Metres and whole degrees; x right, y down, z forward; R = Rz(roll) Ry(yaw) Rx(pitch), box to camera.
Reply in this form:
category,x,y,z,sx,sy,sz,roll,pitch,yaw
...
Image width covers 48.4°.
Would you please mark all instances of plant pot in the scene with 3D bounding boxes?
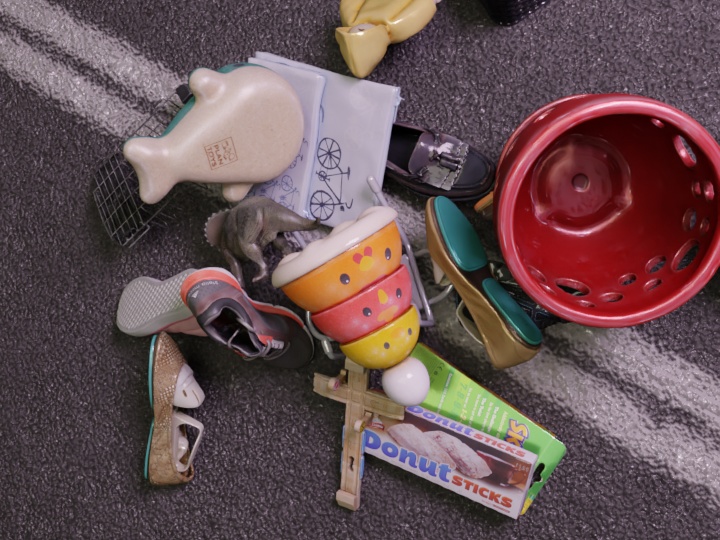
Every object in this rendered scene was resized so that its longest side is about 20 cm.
category,x,y,z,sx,sy,sz,roll,pitch,yaw
plant pot,0.218,-0.067,0.753,0.199,0.183,0.201,1,105,2

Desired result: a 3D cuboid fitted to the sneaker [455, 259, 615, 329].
category,x,y,z,sx,sy,sz,roll,pitch,yaw
sneaker,0.200,0.037,0.871,0.199,0.073,0.082,8,91,26

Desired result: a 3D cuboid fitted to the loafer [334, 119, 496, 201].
category,x,y,z,sx,sy,sz,roll,pitch,yaw
loafer,0.056,-0.131,0.907,0.199,0.063,0.072,22,85,27

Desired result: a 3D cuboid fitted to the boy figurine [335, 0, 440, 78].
category,x,y,z,sx,sy,sz,roll,pitch,yaw
boy figurine,0.025,-0.297,0.901,0.124,0.065,0.200,15,57,29

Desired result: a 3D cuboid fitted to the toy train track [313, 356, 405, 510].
category,x,y,z,sx,sy,sz,roll,pitch,yaw
toy train track,-0.012,0.183,0.893,0.114,0.033,0.201,13,112,25

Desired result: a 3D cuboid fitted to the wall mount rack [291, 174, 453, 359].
category,x,y,z,sx,sy,sz,roll,pitch,yaw
wall mount rack,0.000,0.000,0.911,0.199,0.075,0.174,-23,76,22

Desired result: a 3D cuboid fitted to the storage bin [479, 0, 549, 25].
category,x,y,z,sx,sy,sz,roll,pitch,yaw
storage bin,0.201,-0.390,0.889,0.200,0.094,0.136,-33,78,11

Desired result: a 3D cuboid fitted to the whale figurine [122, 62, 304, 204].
category,x,y,z,sx,sy,sz,roll,pitch,yaw
whale figurine,-0.162,-0.149,0.871,0.200,0.160,0.104,-28,41,-18

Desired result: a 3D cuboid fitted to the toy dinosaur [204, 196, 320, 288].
category,x,y,z,sx,sy,sz,roll,pitch,yaw
toy dinosaur,-0.122,-0.040,0.905,0.200,0.077,0.103,-24,88,56

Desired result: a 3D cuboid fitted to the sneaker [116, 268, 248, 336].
category,x,y,z,sx,sy,sz,roll,pitch,yaw
sneaker,-0.214,0.050,0.982,0.200,0.104,0.076,-12,64,44

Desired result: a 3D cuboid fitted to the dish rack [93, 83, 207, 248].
category,x,y,z,sx,sy,sz,roll,pitch,yaw
dish rack,-0.244,-0.125,0.992,0.200,0.055,0.154,-40,55,15

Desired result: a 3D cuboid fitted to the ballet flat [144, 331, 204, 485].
category,x,y,z,sx,sy,sz,roll,pitch,yaw
ballet flat,-0.219,0.168,0.961,0.065,0.071,0.201,8,112,3

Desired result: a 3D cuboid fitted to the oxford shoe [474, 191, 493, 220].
category,x,y,z,sx,sy,sz,roll,pitch,yaw
oxford shoe,0.225,-0.078,0.871,0.199,0.071,0.073,-15,87,13

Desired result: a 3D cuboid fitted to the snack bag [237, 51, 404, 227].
category,x,y,z,sx,sy,sz,roll,pitch,yaw
snack bag,-0.055,-0.139,0.930,0.199,0.021,0.189,20,115,23

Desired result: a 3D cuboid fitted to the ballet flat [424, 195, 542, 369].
category,x,y,z,sx,sy,sz,roll,pitch,yaw
ballet flat,0.112,0.015,0.841,0.063,0.069,0.200,-44,67,35

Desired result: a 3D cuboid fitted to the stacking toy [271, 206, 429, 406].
category,x,y,z,sx,sy,sz,roll,pitch,yaw
stacking toy,0.015,0.047,0.818,0.146,0.146,0.200,-30,95,11

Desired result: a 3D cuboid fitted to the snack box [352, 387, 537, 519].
category,x,y,z,sx,sy,sz,roll,pitch,yaw
snack box,0.089,0.197,0.877,0.199,0.024,0.072,19,113,22

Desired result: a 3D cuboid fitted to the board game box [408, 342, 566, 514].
category,x,y,z,sx,sy,sz,roll,pitch,yaw
board game box,0.122,0.176,0.899,0.200,0.030,0.096,35,97,18

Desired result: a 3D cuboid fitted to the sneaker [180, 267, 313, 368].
category,x,y,z,sx,sy,sz,roll,pitch,yaw
sneaker,-0.120,0.076,0.888,0.077,0.200,0.082,-41,44,13
